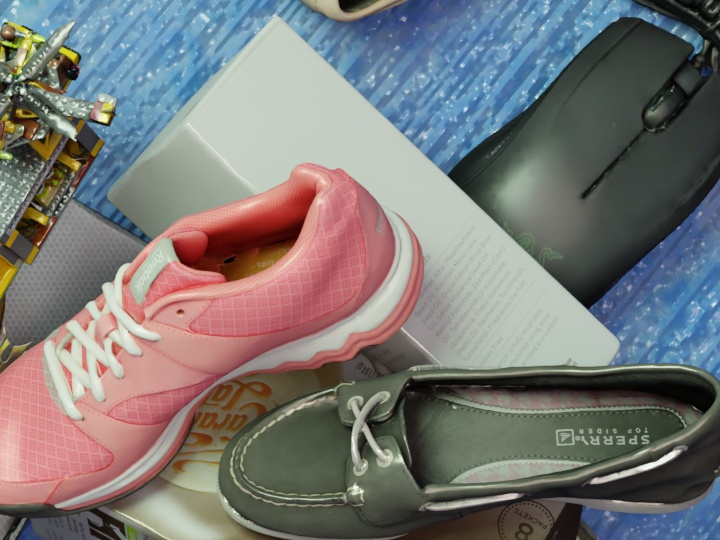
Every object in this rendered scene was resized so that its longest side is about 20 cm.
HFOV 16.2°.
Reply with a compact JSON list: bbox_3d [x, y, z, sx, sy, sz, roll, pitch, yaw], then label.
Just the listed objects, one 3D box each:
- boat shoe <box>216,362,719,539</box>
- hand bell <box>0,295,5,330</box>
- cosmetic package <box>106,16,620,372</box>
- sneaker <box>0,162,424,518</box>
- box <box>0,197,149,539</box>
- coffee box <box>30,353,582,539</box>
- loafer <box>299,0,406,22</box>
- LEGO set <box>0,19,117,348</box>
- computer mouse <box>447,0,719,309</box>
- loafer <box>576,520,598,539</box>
[{"bbox_3d":[0.044,0.061,0.965,0.198,0.057,0.067,-3,57,-4],"label":"boat shoe"},{"bbox_3d":[-0.168,0.076,1.013,0.103,0.104,0.201,12,76,-9],"label":"hand bell"},{"bbox_3d":[0.000,0.000,1.064,0.200,0.101,0.071,43,61,-8],"label":"cosmetic package"},{"bbox_3d":[-0.077,0.018,0.957,0.199,0.087,0.074,-31,57,3],"label":"sneaker"},{"bbox_3d":[-0.202,0.013,1.063,0.199,0.051,0.158,31,84,-9],"label":"box"},{"bbox_3d":[-0.023,0.095,1.024,0.199,0.080,0.115,28,63,15],"label":"coffee box"},{"bbox_3d":[0.059,-0.162,1.092,0.199,0.063,0.072,-28,126,-5],"label":"loafer"},{"bbox_3d":[-0.193,-0.029,0.955,0.153,0.116,0.200,35,83,22],"label":"LEGO set"},{"bbox_3d":[0.107,-0.056,1.114,0.138,0.053,0.200,41,84,-8],"label":"computer mouse"},{"bbox_3d":[0.013,0.149,1.089,0.199,0.070,0.076,-12,92,-9],"label":"loafer"}]
